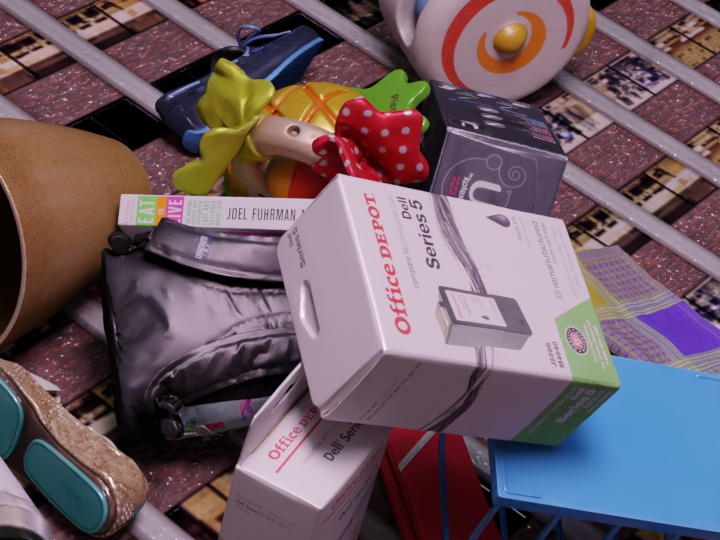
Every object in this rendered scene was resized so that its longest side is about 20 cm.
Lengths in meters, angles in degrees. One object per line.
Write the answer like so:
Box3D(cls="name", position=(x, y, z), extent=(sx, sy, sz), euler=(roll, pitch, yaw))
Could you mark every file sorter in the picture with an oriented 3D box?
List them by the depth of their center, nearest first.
Box3D(cls="file sorter", position=(0.168, 0.151, 1.435), extent=(0.200, 0.123, 0.139), euler=(10, 51, -15))

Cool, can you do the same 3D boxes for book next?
Box3D(cls="book", position=(-0.072, -0.029, 1.528), extent=(0.200, 0.134, 0.048), euler=(2, 80, 15))

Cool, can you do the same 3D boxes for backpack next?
Box3D(cls="backpack", position=(-0.091, 0.048, 1.480), extent=(0.200, 0.127, 0.167), euler=(-6, 75, -13))

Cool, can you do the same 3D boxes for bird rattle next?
Box3D(cls="bird rattle", position=(-0.039, -0.090, 1.553), extent=(0.200, 0.163, 0.113), euler=(7, 67, 12))

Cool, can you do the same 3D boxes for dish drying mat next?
Box3D(cls="dish drying mat", position=(0.064, 0.187, 1.466), extent=(0.077, 0.018, 0.200), euler=(0, 42, -19))

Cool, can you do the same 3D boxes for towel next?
Box3D(cls="towel", position=(0.244, 0.044, 1.661), extent=(0.144, 0.023, 0.200), euler=(-5, 39, -45))

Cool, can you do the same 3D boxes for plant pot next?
Box3D(cls="plant pot", position=(-0.260, -0.042, 1.523), extent=(0.186, 0.187, 0.200), euler=(36, 31, 23))

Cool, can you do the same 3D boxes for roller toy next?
Box3D(cls="roller toy", position=(0.121, -0.254, 1.875), extent=(0.182, 0.200, 0.140), euler=(-30, 48, 2))

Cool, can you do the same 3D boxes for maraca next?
Box3D(cls="maraca", position=(-0.030, -0.110, 1.677), extent=(0.200, 0.107, 0.137), euler=(-19, 46, 22))

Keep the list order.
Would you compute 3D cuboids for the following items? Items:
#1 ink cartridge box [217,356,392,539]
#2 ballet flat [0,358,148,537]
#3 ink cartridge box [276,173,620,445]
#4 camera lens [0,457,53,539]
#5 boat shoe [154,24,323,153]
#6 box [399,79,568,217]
Box3D(cls="ink cartridge box", position=(-0.039, 0.154, 1.327), extent=(0.067, 0.200, 0.117), euler=(27, 41, 14))
Box3D(cls="ballet flat", position=(-0.230, 0.119, 1.422), extent=(0.200, 0.071, 0.065), euler=(42, 30, 20))
Box3D(cls="ink cartridge box", position=(0.059, 0.030, 1.319), extent=(0.200, 0.084, 0.146), euler=(10, 50, -34))
Box3D(cls="camera lens", position=(-0.305, 0.159, 1.265), extent=(0.160, 0.160, 0.200), euler=(-18, 50, -34))
Box3D(cls="boat shoe", position=(-0.108, -0.184, 1.790), extent=(0.069, 0.084, 0.200), euler=(39, 42, 10))
Box3D(cls="box", position=(0.098, -0.075, 1.651), extent=(0.106, 0.122, 0.200), euler=(14, 15, -6))
